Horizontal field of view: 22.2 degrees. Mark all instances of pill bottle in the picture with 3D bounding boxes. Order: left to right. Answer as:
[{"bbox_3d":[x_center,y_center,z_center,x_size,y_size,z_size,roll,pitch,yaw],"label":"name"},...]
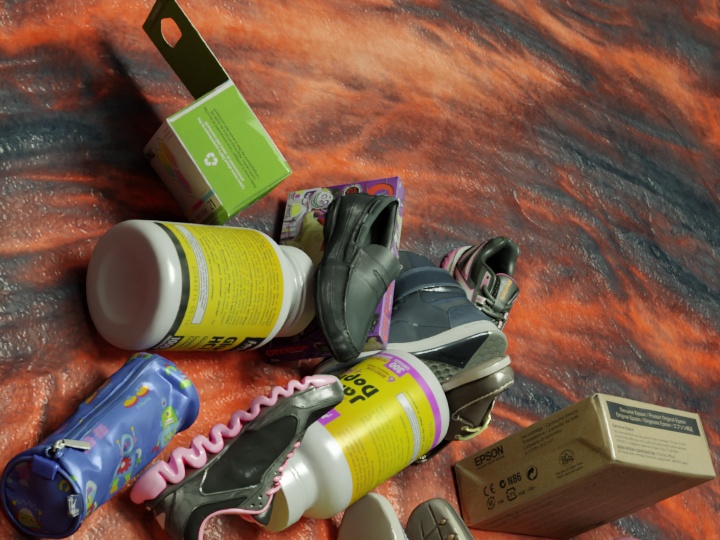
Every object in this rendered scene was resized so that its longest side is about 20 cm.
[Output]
[{"bbox_3d":[-0.134,0.016,1.629,0.200,0.112,0.113,3,63,-47],"label":"pill bottle"},{"bbox_3d":[-0.019,0.155,1.652,0.200,0.104,0.104,-30,89,-39],"label":"pill bottle"}]

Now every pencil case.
[{"bbox_3d":[-0.208,0.138,1.488,0.078,0.087,0.200,26,34,15],"label":"pencil case"}]

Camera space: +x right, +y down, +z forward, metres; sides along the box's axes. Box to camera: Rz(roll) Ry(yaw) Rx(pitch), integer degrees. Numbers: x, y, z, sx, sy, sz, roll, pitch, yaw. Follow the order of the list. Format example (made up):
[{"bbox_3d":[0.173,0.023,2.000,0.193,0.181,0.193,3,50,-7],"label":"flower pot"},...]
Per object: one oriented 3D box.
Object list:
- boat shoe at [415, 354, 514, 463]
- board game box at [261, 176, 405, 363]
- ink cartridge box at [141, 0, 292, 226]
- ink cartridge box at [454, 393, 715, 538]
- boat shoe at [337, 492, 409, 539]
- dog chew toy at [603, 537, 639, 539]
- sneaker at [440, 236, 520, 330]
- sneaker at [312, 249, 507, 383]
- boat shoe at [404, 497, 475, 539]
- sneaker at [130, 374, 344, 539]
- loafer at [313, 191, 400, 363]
[{"bbox_3d":[0.091,0.133,1.734,0.072,0.200,0.060,-19,81,-33],"label":"boat shoe"},{"bbox_3d":[-0.024,-0.003,1.763,0.032,0.120,0.200,69,21,-47],"label":"board game box"},{"bbox_3d":[-0.160,-0.140,1.674,0.076,0.148,0.200,-35,92,-16],"label":"ink cartridge box"},{"bbox_3d":[0.221,0.198,1.824,0.165,0.200,0.075,13,56,-43],"label":"ink cartridge box"},{"bbox_3d":[0.042,0.301,1.670,0.093,0.075,0.200,8,67,-51],"label":"boat shoe"},{"bbox_3d":[0.247,0.326,1.838,0.125,0.124,0.200,60,30,2],"label":"dog chew toy"},{"bbox_3d":[0.123,0.039,1.920,0.080,0.086,0.200,31,46,-28],"label":"sneaker"},{"bbox_3d":[0.023,0.056,1.813,0.202,0.077,0.146,-13,45,-24],"label":"sneaker"},{"bbox_3d":[0.101,0.308,1.734,0.073,0.074,0.200,-18,87,-62],"label":"boat shoe"},{"bbox_3d":[-0.090,0.164,1.540,0.200,0.079,0.095,-33,81,-9],"label":"sneaker"},{"bbox_3d":[0.000,0.000,1.681,0.201,0.070,0.068,-83,155,-46],"label":"loafer"}]
